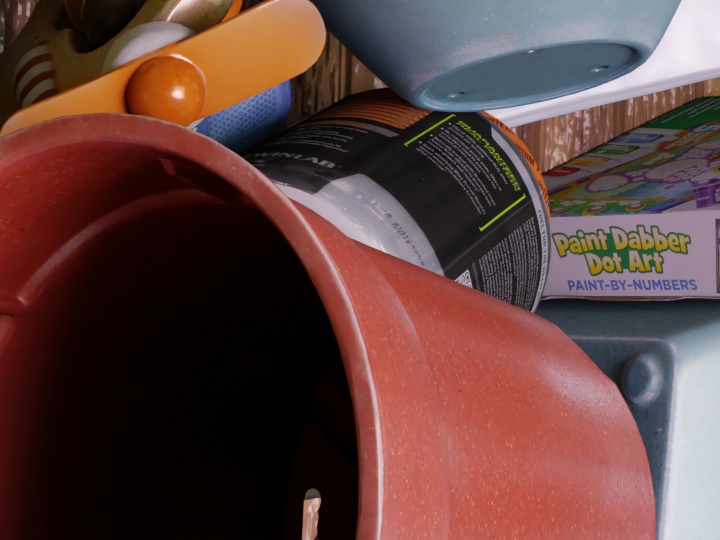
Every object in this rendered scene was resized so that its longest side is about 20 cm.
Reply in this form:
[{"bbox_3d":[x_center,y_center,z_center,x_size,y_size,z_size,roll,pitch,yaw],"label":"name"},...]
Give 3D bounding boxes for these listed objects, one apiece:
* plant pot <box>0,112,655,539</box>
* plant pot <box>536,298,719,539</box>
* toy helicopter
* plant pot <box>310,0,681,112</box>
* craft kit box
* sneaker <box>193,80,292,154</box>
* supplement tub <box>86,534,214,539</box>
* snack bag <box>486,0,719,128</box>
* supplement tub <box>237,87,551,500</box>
[{"bbox_3d":[-0.023,0.071,0.696,0.195,0.200,0.202,14,81,-54],"label":"plant pot"},{"bbox_3d":[0.152,0.097,1.052,0.199,0.196,0.197,9,85,-41],"label":"plant pot"},{"bbox_3d":[-0.090,-0.040,0.743,0.079,0.132,0.201,39,76,-33],"label":"toy helicopter"},{"bbox_3d":[0.051,-0.136,0.891,0.199,0.200,0.136,-1,78,-45],"label":"plant pot"},{"bbox_3d":[0.178,-0.037,1.065,0.200,0.197,0.049,-27,111,-42],"label":"craft kit box"},{"bbox_3d":[-0.091,-0.042,0.869,0.200,0.089,0.079,-25,109,-43],"label":"sneaker"},{"bbox_3d":[-0.129,0.120,0.798,0.199,0.140,0.141,16,80,-45],"label":"supplement tub"},{"bbox_3d":[0.095,-0.163,1.017,0.187,0.021,0.201,-13,100,-1],"label":"snack bag"},{"bbox_3d":[0.000,0.000,0.908,0.200,0.122,0.123,-34,117,-65],"label":"supplement tub"}]
